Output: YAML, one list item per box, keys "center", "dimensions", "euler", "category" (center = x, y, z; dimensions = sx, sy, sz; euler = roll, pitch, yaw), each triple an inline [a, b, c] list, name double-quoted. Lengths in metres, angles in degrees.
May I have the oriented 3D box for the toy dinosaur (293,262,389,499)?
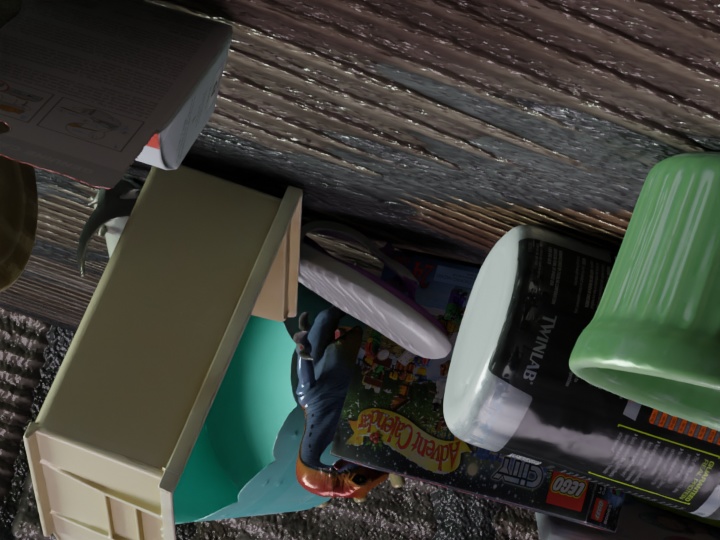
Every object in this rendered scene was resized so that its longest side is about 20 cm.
- center: [-0.003, 0.086, 1.905]
  dimensions: [0.105, 0.182, 0.200]
  euler: [21, 152, 1]
  category: "toy dinosaur"

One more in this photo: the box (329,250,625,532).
- center: [0.085, 0.072, 1.751]
  dimensions: [0.200, 0.137, 0.038]
  euler: [12, 172, 38]
  category: "box"

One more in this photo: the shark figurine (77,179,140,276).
- center: [-0.135, -0.026, 1.886]
  dimensions: [0.089, 0.129, 0.215]
  euler: [-8, 154, 1]
  category: "shark figurine"

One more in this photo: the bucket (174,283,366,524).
- center: [-0.091, 0.089, 2.109]
  dimensions: [0.207, 0.208, 0.135]
  euler: [12, -179, 36]
  category: "bucket"

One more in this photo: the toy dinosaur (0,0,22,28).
- center: [-0.175, -0.115, 1.084]
  dimensions: [0.102, 0.077, 0.200]
  euler: [29, 176, 26]
  category: "toy dinosaur"

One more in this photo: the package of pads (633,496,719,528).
- center: [0.284, 0.129, 1.838]
  dimensions: [0.199, 0.068, 0.155]
  euler: [19, -164, 7]
  category: "package of pads"

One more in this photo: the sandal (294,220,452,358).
- center: [-0.004, -0.004, 1.765]
  dimensions: [0.082, 0.050, 0.202]
  euler: [40, 173, -38]
  category: "sandal"

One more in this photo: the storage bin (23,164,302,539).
- center: [-0.114, 0.064, 1.695]
  dimensions: [0.093, 0.200, 0.199]
  euler: [19, 156, 7]
  category: "storage bin"

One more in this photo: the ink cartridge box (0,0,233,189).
- center: [-0.151, -0.072, 1.132]
  dimensions: [0.162, 0.057, 0.200]
  euler: [17, -152, 4]
  category: "ink cartridge box"

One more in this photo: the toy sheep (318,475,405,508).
- center: [-0.017, 0.177, 3.006]
  dimensions: [0.138, 0.138, 0.200]
  euler: [20, 161, -28]
  category: "toy sheep"

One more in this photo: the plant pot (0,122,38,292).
- center: [-0.293, -0.037, 1.687]
  dimensions: [0.173, 0.201, 0.200]
  euler: [-3, 166, 24]
  category: "plant pot"

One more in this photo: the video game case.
- center: [0.198, 0.161, 1.810]
  dimensions: [0.181, 0.024, 0.200]
  euler: [16, -164, -4]
  category: "video game case"

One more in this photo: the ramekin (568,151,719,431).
- center: [0.196, 0.022, 1.191]
  dimensions: [0.199, 0.098, 0.200]
  euler: [16, 174, 2]
  category: "ramekin"

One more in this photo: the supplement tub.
- center: [0.155, 0.060, 1.521]
  dimensions: [0.199, 0.123, 0.123]
  euler: [18, 174, -8]
  category: "supplement tub"
